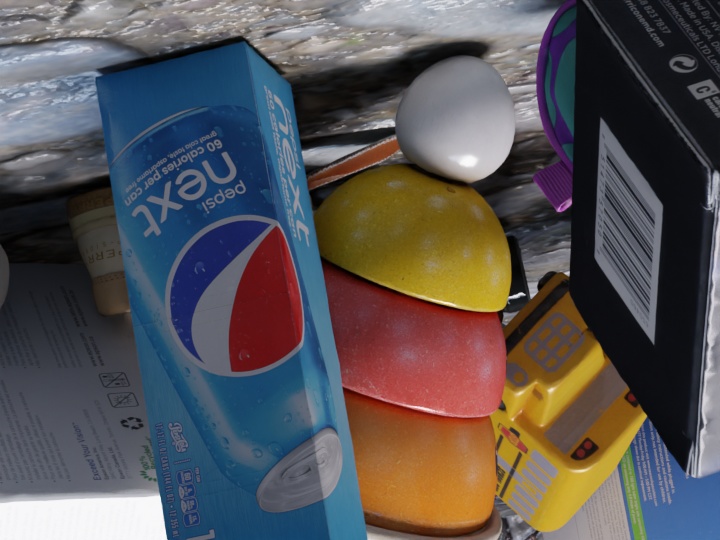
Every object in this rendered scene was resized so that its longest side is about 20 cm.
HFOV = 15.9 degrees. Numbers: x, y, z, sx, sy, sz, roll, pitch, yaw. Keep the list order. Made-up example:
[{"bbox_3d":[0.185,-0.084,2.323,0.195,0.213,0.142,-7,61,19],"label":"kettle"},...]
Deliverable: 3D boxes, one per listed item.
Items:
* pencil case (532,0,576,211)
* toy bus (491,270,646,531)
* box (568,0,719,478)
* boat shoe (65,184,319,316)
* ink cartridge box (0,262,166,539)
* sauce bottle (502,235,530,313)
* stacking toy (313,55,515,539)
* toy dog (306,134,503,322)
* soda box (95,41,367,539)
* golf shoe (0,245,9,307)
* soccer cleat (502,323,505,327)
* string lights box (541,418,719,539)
[{"bbox_3d":[0.168,-0.071,1.010,0.200,0.085,0.093,-3,133,-28],"label":"pencil case"},{"bbox_3d":[0.091,0.067,1.248,0.065,0.078,0.200,-45,170,-12],"label":"toy bus"},{"bbox_3d":[0.184,-0.038,0.908,0.200,0.107,0.149,-18,136,-14],"label":"box"},{"bbox_3d":[-0.069,0.002,1.229,0.071,0.065,0.200,-17,167,31],"label":"boat shoe"},{"bbox_3d":[-0.184,0.058,1.126,0.200,0.043,0.196,0,-151,-20],"label":"ink cartridge box"},{"bbox_3d":[-0.008,0.024,1.397,0.200,0.065,0.065,-12,169,5],"label":"sauce bottle"},{"bbox_3d":[0.017,0.009,1.053,0.146,0.200,0.146,19,-167,-5],"label":"stacking toy"},{"bbox_3d":[0.000,0.000,1.176,0.096,0.132,0.200,9,-172,25],"label":"toy dog"},{"bbox_3d":[-0.048,0.021,0.983,0.064,0.200,0.068,-13,166,10],"label":"soda box"},{"bbox_3d":[-0.185,-0.009,1.057,0.088,0.077,0.200,-22,167,18],"label":"golf shoe"},{"bbox_3d":[0.057,0.063,1.418,0.070,0.086,0.200,-28,162,18],"label":"soccer cleat"},{"bbox_3d":[0.194,0.107,1.352,0.200,0.103,0.059,-13,168,20],"label":"string lights box"}]
